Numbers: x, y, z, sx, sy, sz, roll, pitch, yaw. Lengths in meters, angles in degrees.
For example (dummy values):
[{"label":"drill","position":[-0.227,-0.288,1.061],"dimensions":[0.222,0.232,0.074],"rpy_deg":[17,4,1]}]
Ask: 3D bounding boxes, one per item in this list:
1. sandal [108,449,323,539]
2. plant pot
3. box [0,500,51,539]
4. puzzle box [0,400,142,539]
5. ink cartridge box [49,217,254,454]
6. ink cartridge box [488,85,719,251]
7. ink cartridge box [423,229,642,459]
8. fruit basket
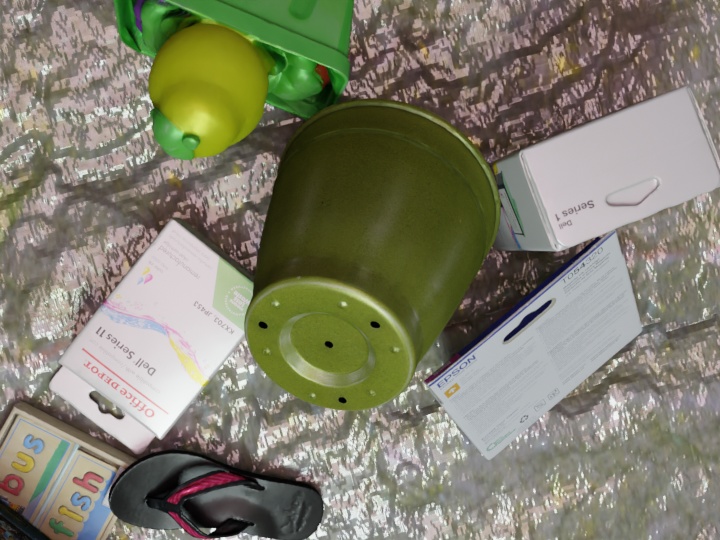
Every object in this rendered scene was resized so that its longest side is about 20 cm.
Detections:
[{"label":"sandal","position":[-0.128,0.213,0.828],"dimensions":[0.199,0.045,0.075],"rpy_deg":[11,99,-13]},{"label":"plant pot","position":[0.000,0.000,0.717],"dimensions":[0.199,0.193,0.201],"rpy_deg":[9,130,11]},{"label":"box","position":[-0.276,0.271,0.758],"dimensions":[0.200,0.137,0.038],"rpy_deg":[41,88,-7]},{"label":"puzzle box","position":[-0.304,0.237,0.834],"dimensions":[0.133,0.025,0.201],"rpy_deg":[28,92,-7]},{"label":"ink cartridge box","position":[-0.183,0.065,0.809],"dimensions":[0.117,0.067,0.200],"rpy_deg":[38,90,-8]},{"label":"ink cartridge box","position":[0.187,-0.079,0.765],"dimensions":[0.144,0.200,0.084],"rpy_deg":[-22,93,-4]},{"label":"ink cartridge box","position":[0.152,0.063,0.794],"dimensions":[0.196,0.200,0.043],"rpy_deg":[-39,53,-1]},{"label":"fruit basket","position":[-0.113,-0.169,0.750],"dimensions":[0.214,0.156,0.217],"rpy_deg":[2,81,-11]}]
